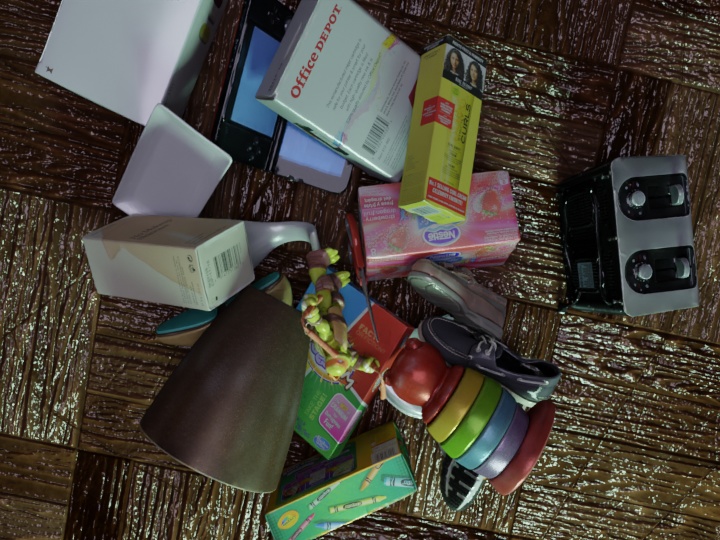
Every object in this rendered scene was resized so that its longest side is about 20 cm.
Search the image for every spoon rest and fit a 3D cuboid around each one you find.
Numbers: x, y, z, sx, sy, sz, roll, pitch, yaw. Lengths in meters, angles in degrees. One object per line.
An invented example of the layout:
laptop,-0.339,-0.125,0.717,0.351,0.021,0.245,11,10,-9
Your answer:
spoon rest,-0.148,-0.030,0.836,0.193,0.061,0.102,-9,120,6

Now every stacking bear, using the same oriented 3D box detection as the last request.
stacking bear,0.122,0.165,0.760,0.198,0.114,0.123,37,118,6

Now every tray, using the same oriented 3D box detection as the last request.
tray,-0.239,-0.116,0.785,0.106,0.022,0.200,36,134,-13

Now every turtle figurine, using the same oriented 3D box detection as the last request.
turtle figurine,-0.031,0.067,0.747,0.063,0.165,0.200,-24,139,19

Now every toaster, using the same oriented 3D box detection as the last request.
toaster,0.333,-0.038,0.795,0.114,0.200,0.188,-5,89,-4

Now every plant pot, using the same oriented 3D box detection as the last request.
plant pot,-0.141,0.131,0.766,0.183,0.187,0.205,27,83,-5

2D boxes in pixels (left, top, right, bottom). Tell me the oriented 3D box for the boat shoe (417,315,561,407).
boat shoe,0.170,0.105,0.811,0.196,0.073,0.063,29,136,-1

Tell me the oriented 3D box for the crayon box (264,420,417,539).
crayon box,-0.027,0.288,0.844,0.195,0.119,0.060,-24,97,1

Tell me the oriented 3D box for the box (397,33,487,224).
box,0.098,-0.165,0.735,0.074,0.050,0.207,18,77,-33

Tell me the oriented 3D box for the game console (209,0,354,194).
game console,-0.078,-0.221,0.788,0.116,0.171,0.206,19,96,28

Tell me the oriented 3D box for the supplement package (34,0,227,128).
supplement package,-0.278,-0.298,0.776,0.152,0.111,0.205,24,95,-4

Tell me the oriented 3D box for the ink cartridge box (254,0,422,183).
ink cartridge box,-0.010,-0.225,0.765,0.197,0.082,0.149,28,91,-31

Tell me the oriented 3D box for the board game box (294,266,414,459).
board game box,-0.041,0.120,0.835,0.151,0.040,0.204,33,95,21

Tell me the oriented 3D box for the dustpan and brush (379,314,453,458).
dustpan and brush,0.099,0.181,0.876,0.136,0.057,0.206,-21,90,-8

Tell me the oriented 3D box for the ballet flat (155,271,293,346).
ballet flat,-0.181,0.070,0.844,0.195,0.069,0.064,-23,111,2

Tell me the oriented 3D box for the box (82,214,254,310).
box,-0.238,-0.015,0.767,0.194,0.095,0.080,5,116,28

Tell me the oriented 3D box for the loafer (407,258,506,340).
loafer,0.132,0.027,0.818,0.199,0.071,0.064,36,72,-40

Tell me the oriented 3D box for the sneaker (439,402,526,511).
sneaker,0.179,0.244,0.864,0.079,0.073,0.205,24,93,-33

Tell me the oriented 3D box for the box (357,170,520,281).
box,0.096,-0.056,0.806,0.193,0.103,0.098,-7,73,-2

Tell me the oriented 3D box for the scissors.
scissors,0.000,0.000,0.780,0.013,0.202,0.075,-5,123,-7
